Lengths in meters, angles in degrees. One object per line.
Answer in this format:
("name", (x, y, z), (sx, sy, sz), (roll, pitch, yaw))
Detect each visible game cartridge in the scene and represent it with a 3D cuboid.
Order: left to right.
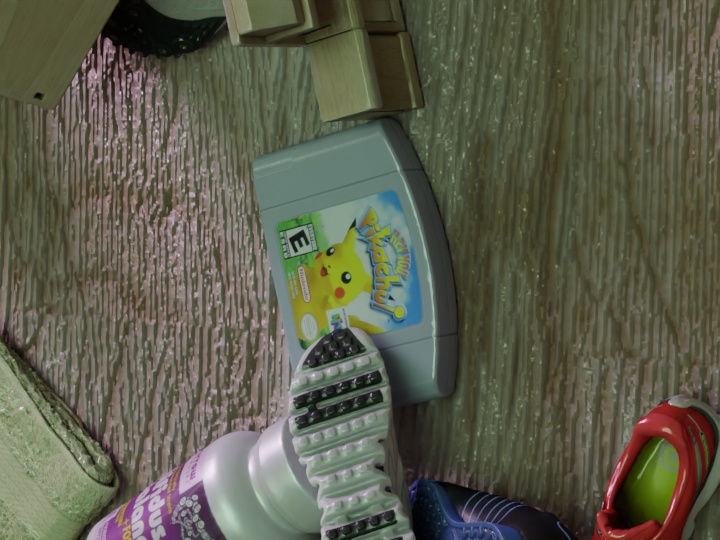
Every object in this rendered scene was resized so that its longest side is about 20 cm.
("game cartridge", (0.000, 0.000, 1.456), (0.132, 0.040, 0.202), (-15, 85, 26))

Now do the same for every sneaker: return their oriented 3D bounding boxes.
("sneaker", (-0.116, -0.218, 1.505), (0.199, 0.072, 0.073), (-26, 38, 37))
("sneaker", (-0.001, 0.137, 1.399), (0.074, 0.081, 0.202), (-13, 63, 9))
("sneaker", (0.090, 0.185, 1.365), (0.200, 0.077, 0.071), (-161, 81, -70))
("sneaker", (0.174, 0.175, 1.331), (0.076, 0.085, 0.202), (21, 102, 29))

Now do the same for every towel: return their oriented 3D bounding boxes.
("towel", (-0.287, 0.148, 1.631), (0.200, 0.036, 0.149), (46, 114, 21))

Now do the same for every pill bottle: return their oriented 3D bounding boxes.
("pill bottle", (-0.098, 0.185, 1.477), (0.199, 0.112, 0.113), (-35, 75, 27))

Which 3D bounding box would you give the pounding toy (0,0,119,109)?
("pounding toy", (-0.217, -0.255, 1.500), (0.184, 0.141, 0.201), (-50, 34, 42))

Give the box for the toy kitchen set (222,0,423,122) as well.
("toy kitchen set", (0.019, -0.215, 1.353), (0.179, 0.163, 0.202), (-13, 89, 31))
